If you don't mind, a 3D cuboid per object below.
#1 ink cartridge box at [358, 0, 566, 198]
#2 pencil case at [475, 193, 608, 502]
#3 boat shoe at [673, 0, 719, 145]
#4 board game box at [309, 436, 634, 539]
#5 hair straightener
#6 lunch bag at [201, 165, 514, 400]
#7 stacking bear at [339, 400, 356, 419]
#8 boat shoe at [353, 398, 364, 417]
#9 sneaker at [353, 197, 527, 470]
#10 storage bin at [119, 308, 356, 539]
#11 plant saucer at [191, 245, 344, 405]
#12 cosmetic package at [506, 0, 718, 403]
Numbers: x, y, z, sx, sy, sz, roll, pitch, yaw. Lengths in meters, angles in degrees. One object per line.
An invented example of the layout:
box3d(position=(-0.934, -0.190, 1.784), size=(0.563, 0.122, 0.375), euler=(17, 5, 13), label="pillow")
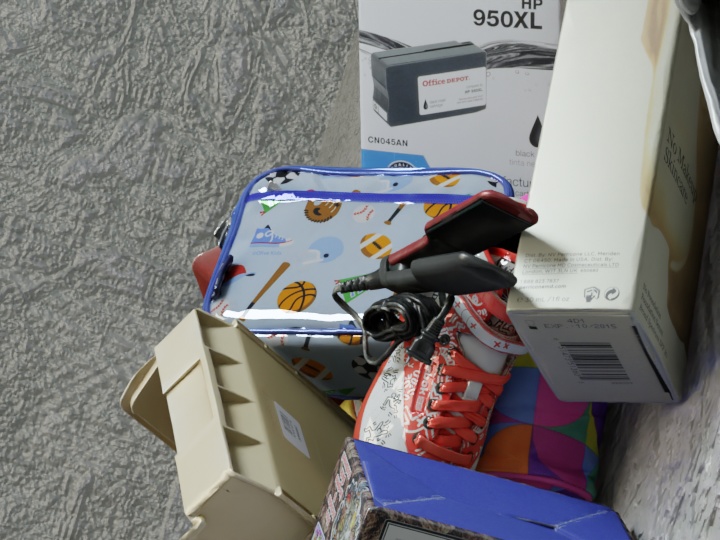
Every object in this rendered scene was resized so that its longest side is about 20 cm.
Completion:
box3d(position=(0.078, -0.135, 1.404), size=(0.084, 0.144, 0.201), euler=(-36, -52, -60), label="ink cartridge box")
box3d(position=(0.114, 0.047, 1.254), size=(0.088, 0.088, 0.201), euler=(124, 161, -65), label="pencil case")
box3d(position=(0.184, -0.143, 1.038), size=(0.074, 0.065, 0.201), euler=(123, 144, -51), label="boat shoe")
box3d(position=(0.040, 0.211, 1.110), size=(0.097, 0.159, 0.201), euler=(-114, 42, -72), label="board game box")
box3d(position=(0.027, 0.012, 1.148), size=(0.200, 0.041, 0.077), euler=(-18, 50, 63), label="hair straightener")
box3d(position=(0.000, 0.000, 1.354), size=(0.076, 0.199, 0.161), euler=(69, -148, -47), label="lunch bag")
box3d(position=(0.024, 0.129, 1.556), size=(0.122, 0.113, 0.201), euler=(53, 125, 43), label="stacking bear")
box3d(position=(0.023, 0.047, 1.423), size=(0.201, 0.071, 0.069), euler=(-81, 18, -45), label="boat shoe")
box3d(position=(0.055, 0.055, 1.179), size=(0.108, 0.067, 0.202), euler=(-39, 32, 57), label="sneaker")
box3d(position=(-0.042, 0.146, 1.242), size=(0.094, 0.198, 0.200), euler=(-43, 26, 12), label="storage bin")
box3d(position=(-0.003, 0.032, 1.555), size=(0.201, 0.199, 0.037), euler=(74, 171, -45), label="plant saucer")
box3d(position=(0.141, -0.039, 1.149), size=(0.105, 0.071, 0.201), euler=(53, -137, -52), label="cosmetic package")
